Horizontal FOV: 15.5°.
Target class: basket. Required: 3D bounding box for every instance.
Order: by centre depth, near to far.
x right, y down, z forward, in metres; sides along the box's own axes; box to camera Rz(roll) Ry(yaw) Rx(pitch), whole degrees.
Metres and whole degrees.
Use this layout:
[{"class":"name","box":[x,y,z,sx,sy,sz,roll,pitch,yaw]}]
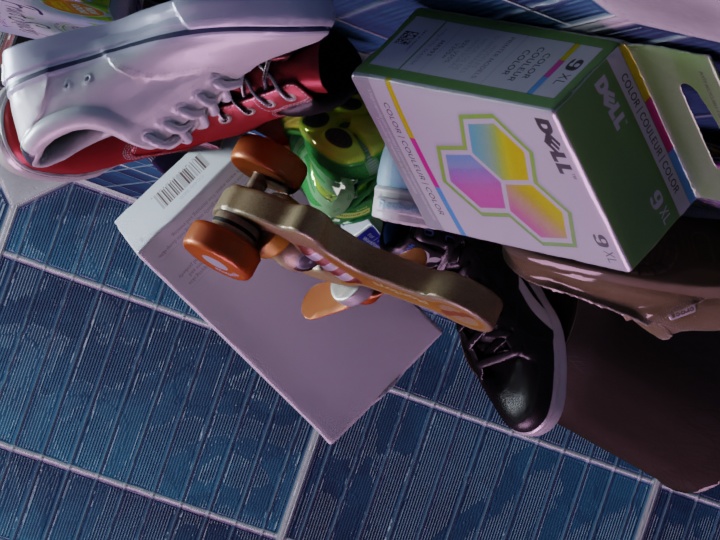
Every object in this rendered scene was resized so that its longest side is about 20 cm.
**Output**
[{"class":"basket","box":[0.177,0.049,1.865,0.200,0.181,0.136,20,156,-41]}]

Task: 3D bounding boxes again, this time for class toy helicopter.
[{"class":"toy helicopter","box":[0.000,0.000,1.592,0.200,0.079,0.132,21,165,29]}]

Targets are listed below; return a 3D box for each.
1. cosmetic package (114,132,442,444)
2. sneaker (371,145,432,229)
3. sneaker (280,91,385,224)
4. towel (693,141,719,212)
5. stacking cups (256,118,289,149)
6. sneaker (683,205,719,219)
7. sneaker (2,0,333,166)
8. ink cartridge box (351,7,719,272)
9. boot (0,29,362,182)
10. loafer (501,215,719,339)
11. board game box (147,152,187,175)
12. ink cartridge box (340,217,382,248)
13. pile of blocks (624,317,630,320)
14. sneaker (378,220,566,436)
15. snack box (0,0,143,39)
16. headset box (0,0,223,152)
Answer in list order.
[{"class":"cosmetic package","box":[-0.054,0.007,1.776,0.200,0.113,0.081,47,179,-23]},{"class":"sneaker","box":[0.070,-0.067,1.587,0.074,0.082,0.200,12,-173,19]},{"class":"sneaker","box":[-0.002,-0.072,1.667,0.074,0.084,0.200,-18,-173,-5]},{"class":"towel","box":[0.206,-0.052,1.493,0.143,0.023,0.200,21,177,-38]},{"class":"stacking cups","box":[-0.008,-0.091,1.828,0.200,0.061,0.060,29,170,-41]},{"class":"sneaker","box":[0.213,-0.008,1.684,0.200,0.073,0.071,20,169,-26]},{"class":"sneaker","box":[-0.098,-0.100,1.391,0.200,0.071,0.073,-12,176,31]},{"class":"ink cartridge box","box":[0.097,-0.062,1.291,0.200,0.059,0.104,15,143,46]},{"class":"boot","box":[-0.101,-0.101,1.498,0.200,0.073,0.144,-15,-176,-40]},{"class":"loafer","box":[0.172,0.004,1.570,0.199,0.076,0.068,12,134,-11]},{"class":"board game box","box":[-0.087,-0.057,1.949,0.200,0.057,0.165,45,-177,7]},{"class":"ink cartridge box","box":[0.009,-0.036,1.913,0.099,0.039,0.200,33,-166,-33]},{"class":"pile of blocks","box":[0.143,-0.046,1.737,0.200,0.082,0.062,31,-146,-26]},{"class":"sneaker","box":[0.065,0.013,1.749,0.112,0.201,0.073,5,156,-42]},{"class":"snack box","box":[-0.198,-0.170,1.495,0.142,0.053,0.200,11,176,-1]},{"class":"headset box","box":[-0.160,-0.135,1.708,0.148,0.077,0.200,20,178,-15]}]
